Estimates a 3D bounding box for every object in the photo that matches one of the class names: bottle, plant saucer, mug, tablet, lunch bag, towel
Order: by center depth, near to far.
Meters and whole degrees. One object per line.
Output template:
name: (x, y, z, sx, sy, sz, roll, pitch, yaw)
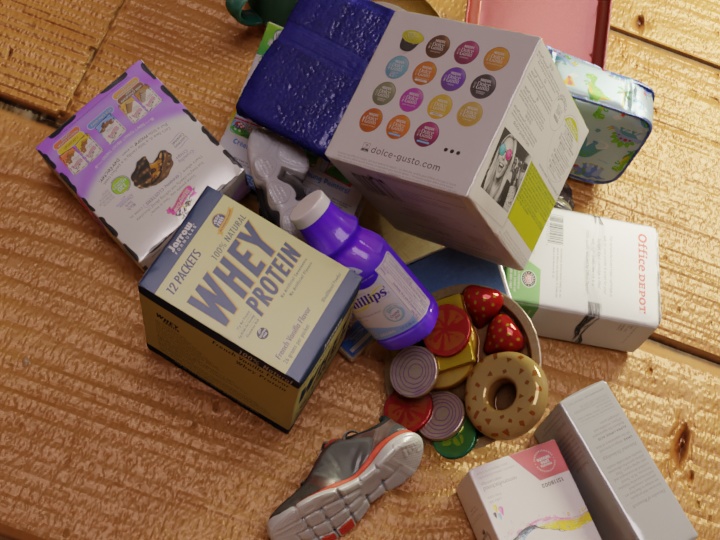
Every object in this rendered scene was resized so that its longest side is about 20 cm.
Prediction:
bottle: (0.002, -0.001, 1.248, 0.200, 0.083, 0.066, 49, 39, -23)
tablet: (0.124, 0.063, 1.342, 0.129, 0.014, 0.203, -22, 66, 18)
towel: (-0.042, -0.240, 1.351, 0.146, 0.050, 0.202, 29, 80, 16)
lunch bag: (0.271, -0.199, 1.483, 0.197, 0.161, 0.083, 17, 54, -5)
mug: (-0.098, -0.393, 1.535, 0.182, 0.115, 0.154, -2, 63, -12)
plant saucer: (0.242, -0.324, 1.558, 0.197, 0.037, 0.203, 6, 85, 10)

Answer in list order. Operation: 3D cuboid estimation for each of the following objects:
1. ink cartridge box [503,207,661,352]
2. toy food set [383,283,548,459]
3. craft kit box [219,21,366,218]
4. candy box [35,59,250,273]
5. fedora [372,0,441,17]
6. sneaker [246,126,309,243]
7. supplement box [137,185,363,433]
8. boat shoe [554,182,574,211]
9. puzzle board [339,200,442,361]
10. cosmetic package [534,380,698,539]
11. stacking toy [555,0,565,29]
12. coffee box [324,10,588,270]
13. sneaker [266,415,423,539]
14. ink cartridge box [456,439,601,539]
ink cartridge box: (0.265, 0.008, 1.412, 0.197, 0.085, 0.148, 11, 61, -6)
toy food set: (0.112, 0.112, 1.297, 0.196, 0.049, 0.203, -19, 67, 19)
craft kit box: (-0.062, -0.177, 1.400, 0.198, 0.048, 0.200, 24, 95, 9)
candy box: (-0.258, -0.121, 1.357, 0.167, 0.072, 0.200, -42, 76, -11)
fedora: (0.024, -0.268, 1.446, 0.199, 0.202, 0.082, 35, 33, 8)
sneaker: (-0.101, -0.071, 1.343, 0.074, 0.114, 0.202, -2, 52, -28)
supplement box: (-0.122, 0.048, 1.235, 0.198, 0.200, 0.135, 30, 67, 6)
boat shoe: (0.189, -0.116, 1.479, 0.198, 0.075, 0.074, 28, 47, -3)
puzzle board: (0.000, 0.000, 1.401, 0.150, 0.017, 0.200, 42, 63, 10)
cosmetic package: (0.286, 0.239, 1.283, 0.073, 0.102, 0.202, -22, 69, -20)
stacking toy: (0.288, -0.352, 1.612, 0.114, 0.110, 0.203, 10, 71, 5)
coffee box: (0.116, -0.150, 1.301, 0.198, 0.200, 0.200, 20, 77, 34)
sneaker: (-0.026, 0.231, 1.253, 0.198, 0.078, 0.082, -29, 41, -20)
ink cartridge box: (0.200, 0.304, 1.248, 0.115, 0.068, 0.202, -16, 66, -19)
